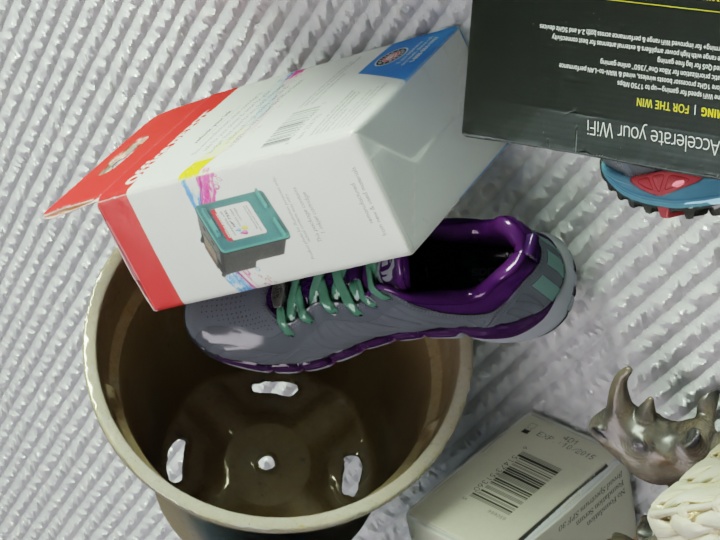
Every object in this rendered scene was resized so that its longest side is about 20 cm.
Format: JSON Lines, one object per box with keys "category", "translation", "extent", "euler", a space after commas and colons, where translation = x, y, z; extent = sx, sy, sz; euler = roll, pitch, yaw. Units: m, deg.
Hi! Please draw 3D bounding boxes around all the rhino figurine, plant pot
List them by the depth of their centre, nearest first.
{"category": "rhino figurine", "translation": [0.169, 0.130, 1.079], "extent": [0.087, 0.060, 0.200], "euler": [-14, 110, 36]}
{"category": "plant pot", "translation": [-0.048, 0.077, 1.213], "extent": [0.200, 0.200, 0.184], "euler": [43, 158, 16]}

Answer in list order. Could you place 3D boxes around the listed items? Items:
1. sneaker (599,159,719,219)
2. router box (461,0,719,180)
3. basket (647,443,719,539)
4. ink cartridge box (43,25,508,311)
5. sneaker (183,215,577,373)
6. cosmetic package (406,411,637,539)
{"category": "sneaker", "translation": [0.171, -0.077, 0.882], "extent": [0.200, 0.079, 0.096], "euler": [-7, 98, 50]}
{"category": "router box", "translation": [0.129, -0.111, 0.824], "extent": [0.200, 0.051, 0.149], "euler": [14, 104, 43]}
{"category": "basket", "translation": [0.232, 0.110, 0.910], "extent": [0.123, 0.136, 0.200], "euler": [59, 148, -6]}
{"category": "ink cartridge box", "translation": [-0.043, -0.045, 1.081], "extent": [0.200, 0.116, 0.067], "euler": [-12, 113, 37]}
{"category": "sneaker", "translation": [0.000, 0.000, 1.076], "extent": [0.200, 0.075, 0.088], "euler": [-9, 161, 15]}
{"category": "cosmetic package", "translation": [0.097, 0.188, 1.192], "extent": [0.071, 0.105, 0.200], "euler": [24, 140, 41]}
